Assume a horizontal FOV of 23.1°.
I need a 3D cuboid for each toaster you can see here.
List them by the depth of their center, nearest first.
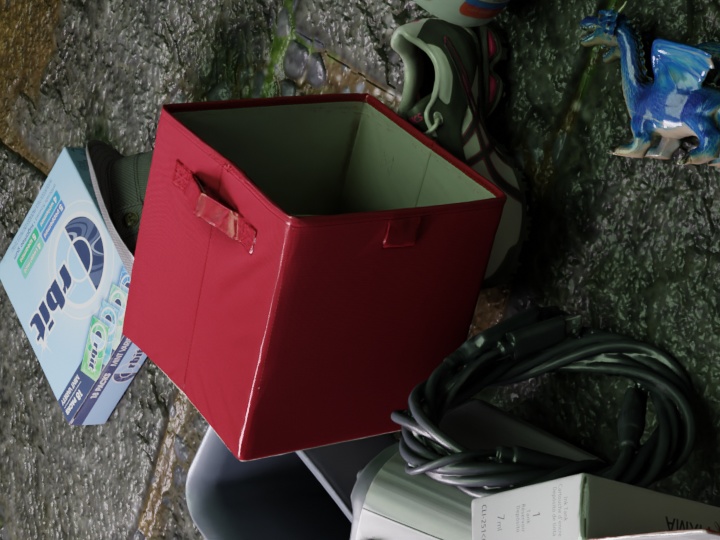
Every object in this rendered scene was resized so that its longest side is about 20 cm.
[{"bbox_3d":[0.086,0.166,1.169,0.129,0.200,0.114,23,116,25],"label":"toaster"}]

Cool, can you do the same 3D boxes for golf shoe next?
[{"bbox_3d":[0.064,-0.083,1.263,0.077,0.088,0.200,-18,77,45],"label":"golf shoe"}]

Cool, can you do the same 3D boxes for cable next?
[{"bbox_3d":[0.116,0.098,1.129,0.163,0.200,0.051,40,139,35],"label":"cable"}]

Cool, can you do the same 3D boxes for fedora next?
[{"bbox_3d":[-0.141,-0.042,1.462,0.090,0.177,0.200,-28,56,12],"label":"fedora"}]

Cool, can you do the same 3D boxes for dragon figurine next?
[{"bbox_3d":[0.213,-0.117,1.116,0.200,0.059,0.100,14,100,49],"label":"dragon figurine"}]

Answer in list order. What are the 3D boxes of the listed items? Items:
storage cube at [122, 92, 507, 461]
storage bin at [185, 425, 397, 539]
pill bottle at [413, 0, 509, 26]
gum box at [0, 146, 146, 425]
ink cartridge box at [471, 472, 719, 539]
[{"bbox_3d":[-0.034,-0.001,1.188,0.171,0.200,0.180,40,126,42],"label":"storage cube"},{"bbox_3d":[-0.019,0.191,1.312,0.200,0.134,0.146,48,123,39],"label":"storage bin"},{"bbox_3d":[0.105,-0.272,1.203,0.200,0.112,0.112,-47,56,36],"label":"pill bottle"},{"bbox_3d":[-0.259,0.014,1.652,0.170,0.044,0.200,-55,51,32],"label":"gum box"},{"bbox_3d":[0.195,0.156,1.023,0.176,0.200,0.045,-20,61,47],"label":"ink cartridge box"}]
